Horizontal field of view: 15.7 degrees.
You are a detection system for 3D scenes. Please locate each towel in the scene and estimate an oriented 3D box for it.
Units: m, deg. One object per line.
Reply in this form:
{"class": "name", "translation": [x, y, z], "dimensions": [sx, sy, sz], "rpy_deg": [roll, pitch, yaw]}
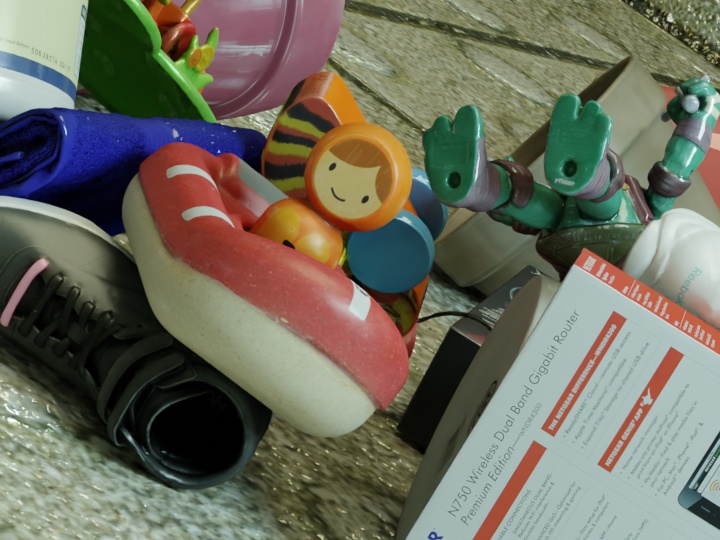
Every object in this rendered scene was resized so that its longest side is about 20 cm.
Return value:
{"class": "towel", "translation": [-0.152, -0.046, 1.359], "dimensions": [0.147, 0.050, 0.200], "rpy_deg": [-10, -5, 31]}

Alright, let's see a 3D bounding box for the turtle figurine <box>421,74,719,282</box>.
{"class": "turtle figurine", "translation": [0.119, -0.043, 1.319], "dimensions": [0.200, 0.149, 0.101], "rpy_deg": [15, 55, -61]}

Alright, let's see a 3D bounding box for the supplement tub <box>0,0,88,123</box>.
{"class": "supplement tub", "translation": [-0.214, -0.173, 1.394], "dimensions": [0.144, 0.202, 0.145], "rpy_deg": [6, -10, 1]}

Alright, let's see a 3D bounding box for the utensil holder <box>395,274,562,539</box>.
{"class": "utensil holder", "translation": [0.140, 0.116, 1.309], "dimensions": [0.199, 0.171, 0.170], "rpy_deg": [29, 15, -5]}

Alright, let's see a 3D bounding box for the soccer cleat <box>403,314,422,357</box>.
{"class": "soccer cleat", "translation": [-0.050, -0.001, 1.511], "dimensions": [0.200, 0.067, 0.076], "rpy_deg": [39, 32, 29]}

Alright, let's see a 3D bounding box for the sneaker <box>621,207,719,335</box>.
{"class": "sneaker", "translation": [0.207, 0.027, 1.273], "dimensions": [0.080, 0.071, 0.200], "rpy_deg": [34, 14, 38]}

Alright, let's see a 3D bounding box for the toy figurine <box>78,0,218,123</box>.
{"class": "toy figurine", "translation": [-0.089, -0.193, 1.556], "dimensions": [0.150, 0.184, 0.200], "rpy_deg": [34, -17, 19]}

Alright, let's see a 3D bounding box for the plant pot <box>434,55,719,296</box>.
{"class": "plant pot", "translation": [0.173, -0.020, 1.799], "dimensions": [0.174, 0.200, 0.200], "rpy_deg": [47, 15, -3]}

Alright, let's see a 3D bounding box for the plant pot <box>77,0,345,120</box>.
{"class": "plant pot", "translation": [-0.137, -0.193, 1.724], "dimensions": [0.200, 0.201, 0.178], "rpy_deg": [39, 33, 27]}

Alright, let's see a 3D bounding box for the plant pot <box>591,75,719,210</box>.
{"class": "plant pot", "translation": [0.239, -0.054, 2.016], "dimensions": [0.176, 0.202, 0.201], "rpy_deg": [21, 16, -2]}

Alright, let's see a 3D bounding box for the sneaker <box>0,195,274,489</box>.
{"class": "sneaker", "translation": [-0.123, 0.033, 1.237], "dimensions": [0.199, 0.071, 0.099], "rpy_deg": [33, 10, -12]}

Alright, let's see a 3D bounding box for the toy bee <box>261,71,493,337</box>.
{"class": "toy bee", "translation": [0.000, 0.000, 1.396], "dimensions": [0.201, 0.108, 0.131], "rpy_deg": [59, 24, 4]}

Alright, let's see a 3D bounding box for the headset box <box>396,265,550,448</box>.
{"class": "headset box", "translation": [0.118, 0.082, 1.513], "dimensions": [0.148, 0.075, 0.200], "rpy_deg": [31, 19, 9]}

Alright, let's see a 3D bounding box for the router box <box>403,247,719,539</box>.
{"class": "router box", "translation": [0.125, 0.122, 1.193], "dimensions": [0.179, 0.201, 0.049], "rpy_deg": [33, 14, 4]}

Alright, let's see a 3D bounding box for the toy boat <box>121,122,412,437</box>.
{"class": "toy boat", "translation": [-0.027, -0.014, 1.236], "dimensions": [0.130, 0.131, 0.200], "rpy_deg": [37, 10, -25]}
